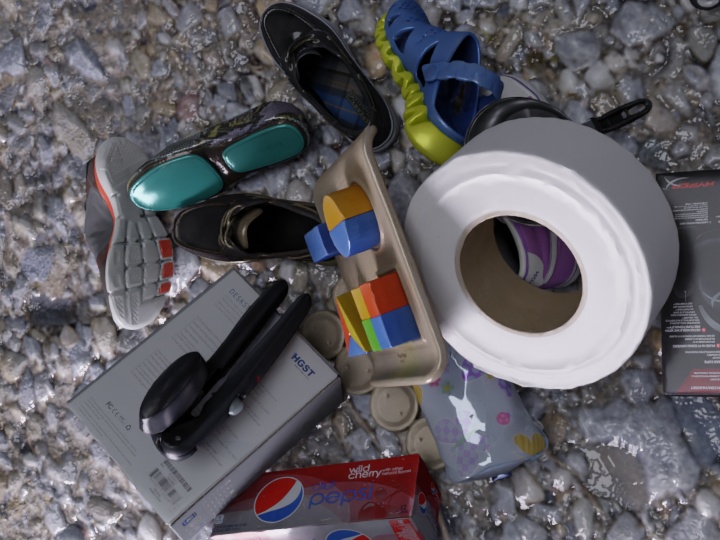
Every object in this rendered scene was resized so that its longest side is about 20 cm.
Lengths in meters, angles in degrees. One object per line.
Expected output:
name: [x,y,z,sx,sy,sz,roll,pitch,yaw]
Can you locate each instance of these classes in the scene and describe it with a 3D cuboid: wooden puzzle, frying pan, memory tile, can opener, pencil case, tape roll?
wooden puzzle: [0.000,0.000,0.834,0.046,0.185,0.200,-15,86,-15]
frying pan: [0.177,-0.095,0.841,0.190,0.031,0.115,-3,75,-16]
memory tile: [0.049,0.072,0.944,0.200,0.017,0.153,44,100,21]
can opener: [-0.110,0.084,0.880,0.063,0.079,0.200,39,58,11]
pencil case: [0.086,0.084,0.874,0.091,0.083,0.200,-25,75,9]
tape roll: [0.134,-0.011,0.770,0.202,0.071,0.203,17,126,25]

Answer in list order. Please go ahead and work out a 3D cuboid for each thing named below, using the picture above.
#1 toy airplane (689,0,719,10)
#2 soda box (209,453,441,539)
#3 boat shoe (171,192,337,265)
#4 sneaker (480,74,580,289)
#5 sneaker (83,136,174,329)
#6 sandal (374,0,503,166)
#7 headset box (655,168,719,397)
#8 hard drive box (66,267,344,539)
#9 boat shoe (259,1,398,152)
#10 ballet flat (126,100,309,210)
toy airplane: [0.352,-0.294,0.795,0.199,0.141,0.200,-42,54,-9]
soda box: [-0.031,0.222,0.920,0.200,0.063,0.070,-10,40,21]
boat shoe: [-0.102,-0.045,0.986,0.200,0.073,0.075,0,84,22]
sneaker: [0.128,-0.082,0.871,0.073,0.114,0.201,-27,72,39]
sneaker: [-0.251,-0.034,1.060,0.082,0.077,0.200,-17,75,47]
sandal: [0.074,-0.181,0.903,0.087,0.079,0.200,-41,46,26]
headset box: [0.318,0.020,0.808,0.149,0.077,0.200,-3,84,22]
hard drive box: [-0.139,0.122,0.936,0.200,0.077,0.156,-40,68,-16]
boat shoe: [-0.041,-0.195,0.983,0.070,0.066,0.200,-40,72,13]
ballet flat: [-0.141,-0.118,1.020,0.200,0.072,0.072,-19,77,15]
